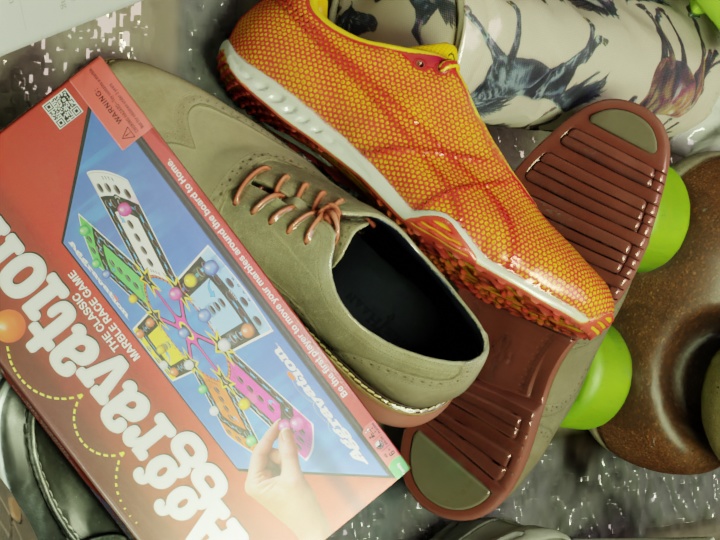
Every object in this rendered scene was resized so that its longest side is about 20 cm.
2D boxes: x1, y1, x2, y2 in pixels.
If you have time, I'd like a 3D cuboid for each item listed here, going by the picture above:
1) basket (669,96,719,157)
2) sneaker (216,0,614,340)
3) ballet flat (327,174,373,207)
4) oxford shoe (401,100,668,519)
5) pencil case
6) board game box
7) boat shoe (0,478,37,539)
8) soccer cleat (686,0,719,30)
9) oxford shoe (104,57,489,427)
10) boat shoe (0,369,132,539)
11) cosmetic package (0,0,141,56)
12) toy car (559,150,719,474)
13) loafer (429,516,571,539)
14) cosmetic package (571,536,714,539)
[{"bbox_3d":[0.244,-0.170,1.348,0.161,0.200,0.198,-40,122,-39],"label":"basket"},{"bbox_3d":[0.032,-0.049,1.144,0.077,0.200,0.073,-47,172,-6],"label":"sneaker"},{"bbox_3d":[0.000,0.000,1.197,0.200,0.074,0.074,-47,126,-34],"label":"ballet flat"},{"bbox_3d":[0.081,0.015,1.257,0.200,0.070,0.075,-61,165,10],"label":"oxford shoe"},{"bbox_3d":[0.074,-0.105,1.260,0.200,0.089,0.078,2,128,-46],"label":"pencil case"},{"bbox_3d":[-0.080,0.029,1.068,0.103,0.019,0.200,-39,98,-13],"label":"board game box"},{"bbox_3d":[-0.145,0.148,1.042,0.200,0.073,0.074,64,6,-1],"label":"boat shoe"},{"bbox_3d":[0.140,-0.179,1.268,0.200,0.081,0.068,41,35,-2],"label":"soccer cleat"},{"bbox_3d":[-0.028,-0.022,1.109,0.200,0.075,0.070,38,63,-6],"label":"oxford shoe"},{"bbox_3d":[-0.087,0.112,1.110,0.072,0.071,0.200,-48,124,-31],"label":"boat shoe"},{"bbox_3d":[-0.101,-0.155,1.070,0.200,0.074,0.102,-27,113,-44],"label":"cosmetic package"},{"bbox_3d":[0.205,0.043,1.310,0.164,0.200,0.158,10,103,-46],"label":"toy car"},{"bbox_3d":[0.033,0.173,1.219,0.070,0.070,0.200,59,38,-21],"label":"loafer"},{"bbox_3d":[0.107,0.220,1.295,0.200,0.085,0.108,-48,124,-46],"label":"cosmetic package"}]
